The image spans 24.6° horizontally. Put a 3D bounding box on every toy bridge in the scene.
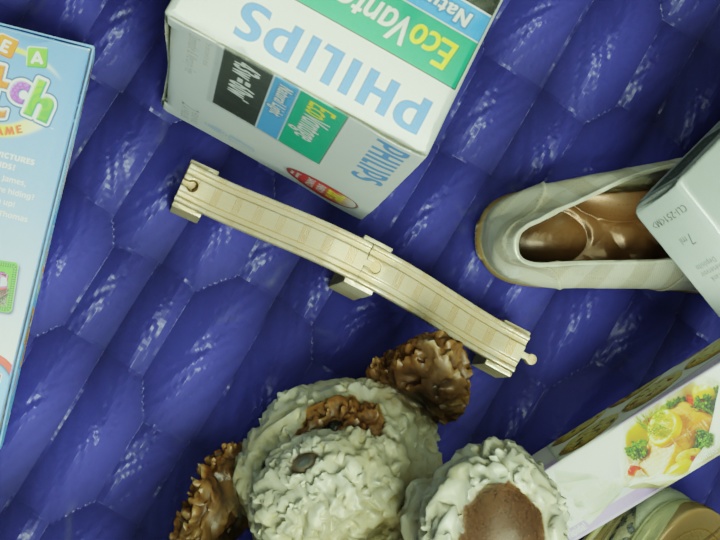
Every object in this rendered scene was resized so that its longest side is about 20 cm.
[{"bbox_3d":[0.000,0.000,0.818,0.199,0.067,0.027,27,82,-6],"label":"toy bridge"}]

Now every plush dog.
[{"bbox_3d":[0.004,0.125,0.771,0.199,0.160,0.173,-30,55,10],"label":"plush dog"}]

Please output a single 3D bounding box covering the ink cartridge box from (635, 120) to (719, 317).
[{"bbox_3d":[0.254,-0.024,0.835,0.174,0.044,0.200,50,57,-2],"label":"ink cartridge box"}]

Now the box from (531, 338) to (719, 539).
[{"bbox_3d":[0.121,0.092,0.794,0.199,0.041,0.039,-36,94,24],"label":"box"}]

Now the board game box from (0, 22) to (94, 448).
[{"bbox_3d":[-0.224,-0.028,0.800,0.150,0.037,0.202,14,86,-8],"label":"board game box"}]

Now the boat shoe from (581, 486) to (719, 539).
[{"bbox_3d":[0.107,0.195,0.831,0.200,0.063,0.073,-48,120,-6],"label":"boat shoe"}]

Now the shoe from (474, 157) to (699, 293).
[{"bbox_3d":[0.160,-0.021,0.851,0.198,0.053,0.071,-7,87,-9],"label":"shoe"}]

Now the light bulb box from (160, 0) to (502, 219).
[{"bbox_3d":[0.005,-0.150,0.763,0.124,0.198,0.201,28,81,-4],"label":"light bulb box"}]
